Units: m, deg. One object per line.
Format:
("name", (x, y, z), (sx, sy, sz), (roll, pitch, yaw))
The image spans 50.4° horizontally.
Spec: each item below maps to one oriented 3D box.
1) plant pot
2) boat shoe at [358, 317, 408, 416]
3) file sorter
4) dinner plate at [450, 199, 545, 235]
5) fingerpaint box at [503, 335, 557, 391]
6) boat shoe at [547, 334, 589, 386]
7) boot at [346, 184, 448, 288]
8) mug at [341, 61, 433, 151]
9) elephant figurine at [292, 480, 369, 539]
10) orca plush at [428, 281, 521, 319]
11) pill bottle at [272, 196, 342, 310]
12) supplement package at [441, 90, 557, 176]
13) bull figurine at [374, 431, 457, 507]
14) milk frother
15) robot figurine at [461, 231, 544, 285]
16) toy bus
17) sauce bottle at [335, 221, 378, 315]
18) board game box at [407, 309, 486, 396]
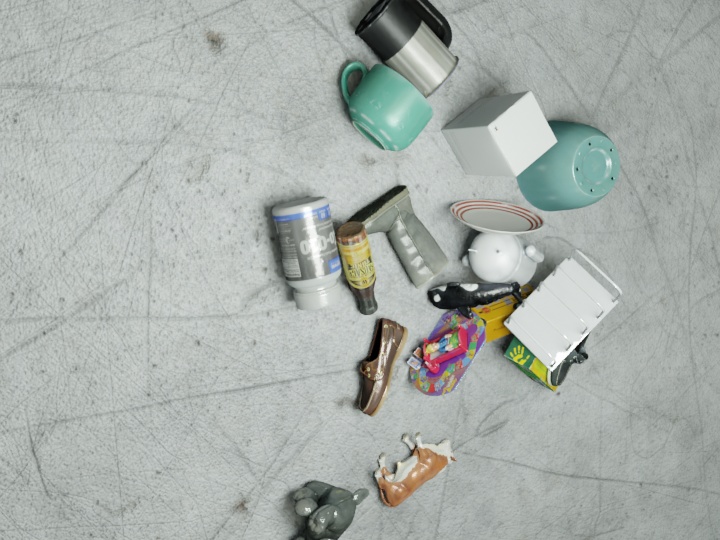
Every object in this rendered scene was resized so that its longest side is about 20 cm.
("plant pot", (0.463, -0.227, 1.662), (0.197, 0.161, 0.205), (-3, 98, -21))
("boat shoe", (0.032, 0.199, 1.595), (0.070, 0.070, 0.203), (24, 80, -29))
("file sorter", (0.406, 0.078, 1.540), (0.200, 0.125, 0.139), (-45, 75, -1))
("dinner plate", (0.283, -0.106, 1.590), (0.197, 0.200, 0.025), (-5, 114, -21))
("fingerpaint box", (0.413, 0.157, 1.695), (0.169, 0.073, 0.200), (-60, 143, -5))
("boat shoe", (0.460, 0.166, 1.639), (0.074, 0.066, 0.203), (3, 109, -54))
("boot", (0.076, -0.051, 1.587), (0.180, 0.072, 0.202), (-32, 114, -13))
("mug", (0.042, -0.313, 1.500), (0.115, 0.185, 0.152), (-51, 134, -1))
("elephant figurine", (-0.083, 0.548, 1.579), (0.141, 0.153, 0.204), (-28, 126, -60))
("orca plush", (0.239, 0.070, 1.606), (0.196, 0.105, 0.073), (0, 73, 10))
("pill bottle", (-0.099, -0.033, 1.487), (0.112, 0.114, 0.204), (-15, 103, -19))
("supplement package", (0.279, -0.274, 1.560), (0.121, 0.200, 0.121), (-38, 109, -12))
("bull figurine", (0.117, 0.422, 1.662), (0.199, 0.065, 0.122), (-40, 105, -15))
("milk frother", (0.125, -0.465, 1.475), (0.188, 0.199, 0.182), (40, 78, -22))
("robot figurine", (0.301, -0.026, 1.622), (0.199, 0.167, 0.115), (15, 67, -56))
("toy bus", (0.302, 0.100, 1.679), (0.197, 0.078, 0.066), (-18, 131, -19))
("sauce bottle", (0.000, 0.000, 1.533), (0.065, 0.066, 0.202), (-28, 127, -16))
("board game box", (0.171, 0.162, 1.595), (0.039, 0.157, 0.202), (37, 84, -33))
